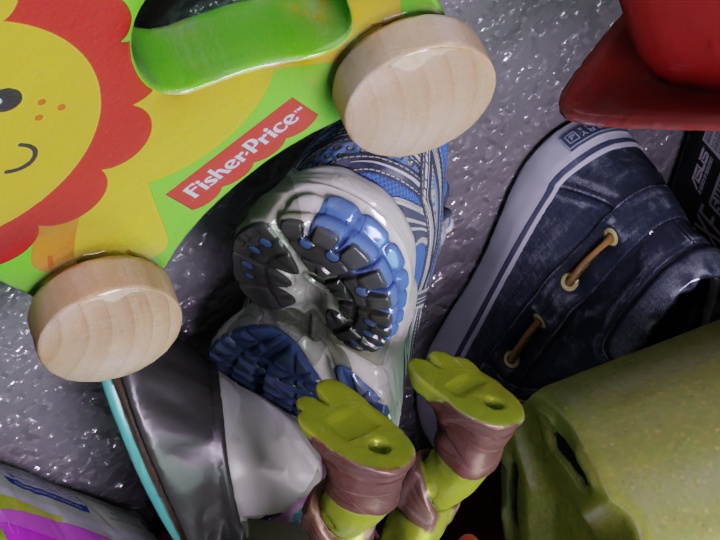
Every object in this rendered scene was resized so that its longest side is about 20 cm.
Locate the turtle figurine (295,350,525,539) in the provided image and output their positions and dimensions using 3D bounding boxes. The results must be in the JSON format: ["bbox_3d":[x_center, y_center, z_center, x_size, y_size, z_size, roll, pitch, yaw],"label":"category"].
[{"bbox_3d":[-0.010,0.110,0.801,0.199,0.065,0.162,-4,131,-29],"label":"turtle figurine"}]

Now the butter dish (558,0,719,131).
[{"bbox_3d":[0.154,-0.146,0.722,0.200,0.199,0.148,-46,122,-26],"label":"butter dish"}]

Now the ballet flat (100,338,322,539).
[{"bbox_3d":[-0.043,0.092,0.877,0.068,0.068,0.201,-15,122,0],"label":"ballet flat"}]

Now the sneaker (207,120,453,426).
[{"bbox_3d":[0.000,0.000,0.838,0.085,0.077,0.200,-61,177,-23],"label":"sneaker"}]

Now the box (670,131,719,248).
[{"bbox_3d":[0.207,-0.036,1.040,0.157,0.050,0.201,-23,148,-24],"label":"box"}]

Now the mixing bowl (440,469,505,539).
[{"bbox_3d":[0.082,0.148,1.019,0.200,0.109,0.200,-39,180,0],"label":"mixing bowl"}]

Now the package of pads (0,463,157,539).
[{"bbox_3d":[-0.178,0.157,0.875,0.200,0.068,0.154,-43,151,8],"label":"package of pads"}]

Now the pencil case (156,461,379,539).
[{"bbox_3d":[-0.070,0.161,0.981,0.200,0.088,0.087,-49,149,21],"label":"pencil case"}]

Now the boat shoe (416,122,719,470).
[{"bbox_3d":[0.085,0.037,0.969,0.071,0.091,0.201,-18,145,-30],"label":"boat shoe"}]

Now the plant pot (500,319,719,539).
[{"bbox_3d":[0.157,0.090,0.864,0.183,0.201,0.201,-12,144,-16],"label":"plant pot"}]

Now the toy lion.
[{"bbox_3d":[-0.088,-0.054,0.673,0.200,0.069,0.191,-35,145,17],"label":"toy lion"}]
